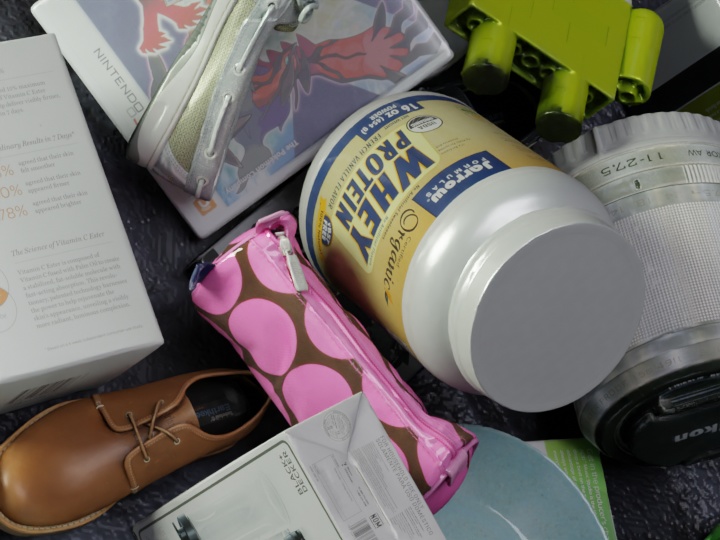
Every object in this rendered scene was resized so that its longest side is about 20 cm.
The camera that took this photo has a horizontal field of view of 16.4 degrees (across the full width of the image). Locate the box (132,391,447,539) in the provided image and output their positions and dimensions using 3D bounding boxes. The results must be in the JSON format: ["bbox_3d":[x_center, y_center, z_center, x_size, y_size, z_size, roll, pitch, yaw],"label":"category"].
[{"bbox_3d":[-0.041,0.158,1.429,0.060,0.200,0.117,-27,84,-37],"label":"box"}]

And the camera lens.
[{"bbox_3d":[0.204,0.017,1.644,0.160,0.160,0.200,6,56,-29],"label":"camera lens"}]

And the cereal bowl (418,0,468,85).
[{"bbox_3d":[-0.012,-0.204,1.658,0.200,0.083,0.200,7,73,-24],"label":"cereal bowl"}]

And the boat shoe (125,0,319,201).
[{"bbox_3d":[-0.068,-0.139,1.520,0.065,0.074,0.202,33,99,-5],"label":"boat shoe"}]

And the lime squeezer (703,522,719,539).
[{"bbox_3d":[0.241,0.212,1.685,0.200,0.038,0.071,-34,121,-37],"label":"lime squeezer"}]

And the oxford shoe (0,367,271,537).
[{"bbox_3d":[-0.135,0.097,1.468,0.200,0.071,0.071,-24,86,-39],"label":"oxford shoe"}]

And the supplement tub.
[{"bbox_3d":[0.066,-0.012,1.512,0.144,0.200,0.144,-14,120,-26],"label":"supplement tub"}]

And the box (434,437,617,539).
[{"bbox_3d":[0.078,0.183,1.592,0.200,0.036,0.144,-1,71,-30],"label":"box"}]

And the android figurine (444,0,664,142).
[{"bbox_3d":[0.122,-0.182,1.640,0.182,0.041,0.200,32,51,-20],"label":"android figurine"}]

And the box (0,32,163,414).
[{"bbox_3d":[-0.217,-0.022,1.459,0.124,0.097,0.200,-14,79,-34],"label":"box"}]

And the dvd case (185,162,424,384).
[{"bbox_3d":[0.000,0.000,1.625,0.150,0.025,0.200,51,53,-3],"label":"dvd case"}]

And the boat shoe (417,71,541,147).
[{"bbox_3d":[0.052,-0.088,1.642,0.200,0.062,0.075,-23,84,-34],"label":"boat shoe"}]

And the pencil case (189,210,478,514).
[{"bbox_3d":[-0.013,0.060,1.474,0.200,0.094,0.091,49,44,6],"label":"pencil case"}]

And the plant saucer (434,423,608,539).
[{"bbox_3d":[0.067,0.195,1.535,0.201,0.039,0.201,11,66,-26],"label":"plant saucer"}]

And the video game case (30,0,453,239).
[{"bbox_3d":[-0.074,-0.149,1.565,0.200,0.023,0.182,-36,96,2],"label":"video game case"}]

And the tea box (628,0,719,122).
[{"bbox_3d":[0.318,-0.118,1.796,0.200,0.134,0.197,-18,81,-35],"label":"tea box"}]
